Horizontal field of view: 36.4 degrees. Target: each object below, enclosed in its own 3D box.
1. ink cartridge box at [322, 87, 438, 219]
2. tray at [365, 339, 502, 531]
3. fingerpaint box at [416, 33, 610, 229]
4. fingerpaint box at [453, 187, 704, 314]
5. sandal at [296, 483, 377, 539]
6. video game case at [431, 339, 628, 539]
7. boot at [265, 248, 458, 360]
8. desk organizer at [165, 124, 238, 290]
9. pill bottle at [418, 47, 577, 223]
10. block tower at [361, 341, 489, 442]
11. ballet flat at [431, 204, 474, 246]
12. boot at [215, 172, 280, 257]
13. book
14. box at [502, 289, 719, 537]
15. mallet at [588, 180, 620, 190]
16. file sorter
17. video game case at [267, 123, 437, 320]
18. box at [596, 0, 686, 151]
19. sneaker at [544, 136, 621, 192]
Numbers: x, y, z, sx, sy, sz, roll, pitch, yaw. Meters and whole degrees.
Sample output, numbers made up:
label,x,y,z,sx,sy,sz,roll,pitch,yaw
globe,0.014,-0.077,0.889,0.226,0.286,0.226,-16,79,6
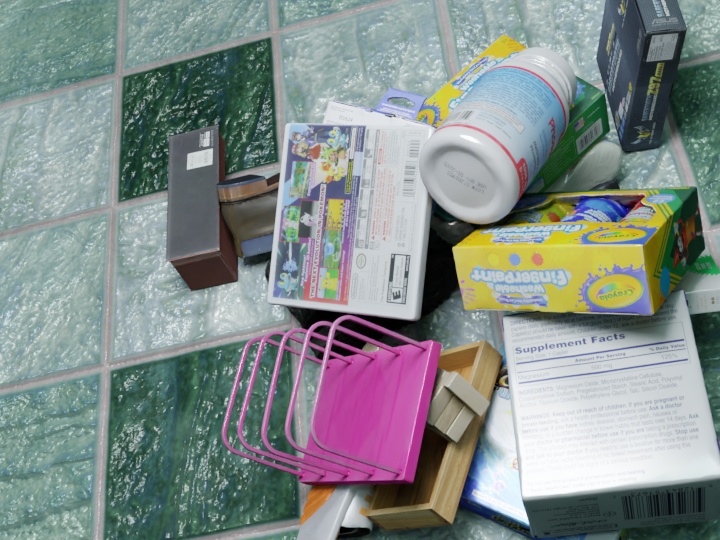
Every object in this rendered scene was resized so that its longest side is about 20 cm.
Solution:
label,x,y,z,sx,sy,sz,roll,pitch,yaw
ink cartridge box,0.018,-0.104,1.215,0.135,0.076,0.202,18,95,27
tray,0.080,0.173,1.148,0.098,0.037,0.201,-20,39,46
fingerpaint box,0.160,-0.161,1.274,0.200,0.074,0.167,-41,53,-11
fingerpaint box,0.220,-0.023,1.100,0.199,0.074,0.167,0,23,36
sandal,-0.026,0.272,1.143,0.079,0.059,0.208,-24,33,48
video game case,0.201,0.186,1.137,0.199,0.046,0.182,19,65,27
boot,-0.001,-0.001,1.300,0.210,0.080,0.158,-30,54,-2
desk organizer,-0.203,-0.081,1.416,0.071,0.077,0.202,-12,56,10
pill bottle,0.150,-0.147,1.136,0.108,0.109,0.200,17,47,26
block tower,0.052,0.124,1.156,0.058,0.054,0.200,-55,25,-11
ballet flat,0.073,-0.096,1.345,0.071,0.072,0.200,-35,52,-6
boot,-0.082,-0.081,1.395,0.198,0.098,0.075,-12,13,-18
book,0.281,0.023,1.173,0.198,0.049,0.134,-8,17,10
box,0.240,0.139,1.062,0.182,0.105,0.202,-9,55,11
mallet,0.213,-0.049,1.250,0.198,0.041,0.067,-15,91,-7
file sorter,-0.038,0.130,1.103,0.199,0.125,0.140,-17,55,55
video game case,-0.010,-0.055,1.172,0.181,0.023,0.202,5,89,27
box,0.326,-0.265,1.290,0.050,0.201,0.159,-5,57,0
sneaker,0.221,-0.089,1.299,0.199,0.072,0.072,-38,26,-6
